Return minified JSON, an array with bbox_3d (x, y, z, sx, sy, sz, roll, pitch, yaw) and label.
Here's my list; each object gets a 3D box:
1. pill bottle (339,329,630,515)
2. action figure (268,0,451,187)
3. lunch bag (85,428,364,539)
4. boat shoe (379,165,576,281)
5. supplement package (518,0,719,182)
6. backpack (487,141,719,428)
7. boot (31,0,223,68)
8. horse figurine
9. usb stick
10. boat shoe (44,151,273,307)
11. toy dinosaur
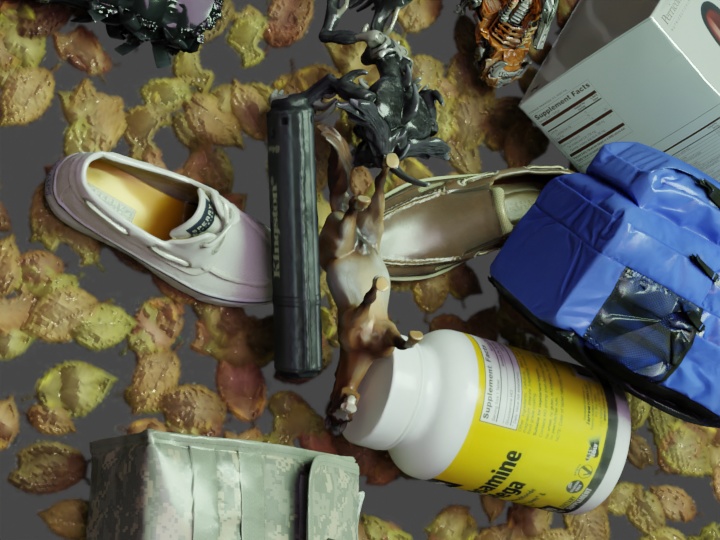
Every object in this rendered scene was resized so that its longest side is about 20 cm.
[{"bbox_3d":[0.090,0.108,1.445,0.200,0.112,0.113,16,73,-24],"label":"pill bottle"},{"bbox_3d":[0.003,-0.134,1.450,0.119,0.102,0.200,19,50,-36],"label":"action figure"},{"bbox_3d":[-0.081,0.202,1.336,0.200,0.118,0.164,10,75,-32],"label":"lunch bag"},{"bbox_3d":[0.086,-0.045,1.494,0.202,0.075,0.075,-18,89,-30],"label":"boat shoe"},{"bbox_3d":[0.267,-0.141,1.541,0.200,0.147,0.191,45,44,-13],"label":"supplement package"},{"bbox_3d":[0.228,0.016,1.430,0.200,0.163,0.168,33,101,-21],"label":"backpack"},{"bbox_3d":[-0.169,-0.257,1.401,0.162,0.073,0.198,15,81,-23],"label":"boot"},{"bbox_3d":[0.000,0.000,1.378,0.050,0.133,0.200,-3,70,-18],"label":"horse figurine"},{"bbox_3d":[-0.047,-0.022,1.385,0.033,0.055,0.200,-2,93,-12],"label":"usb stick"},{"bbox_3d":[-0.122,-0.032,1.381,0.200,0.070,0.071,29,69,-24],"label":"boat shoe"},{"bbox_3d":[0.124,-0.246,1.514,0.102,0.136,0.200,17,114,-40],"label":"toy dinosaur"}]
